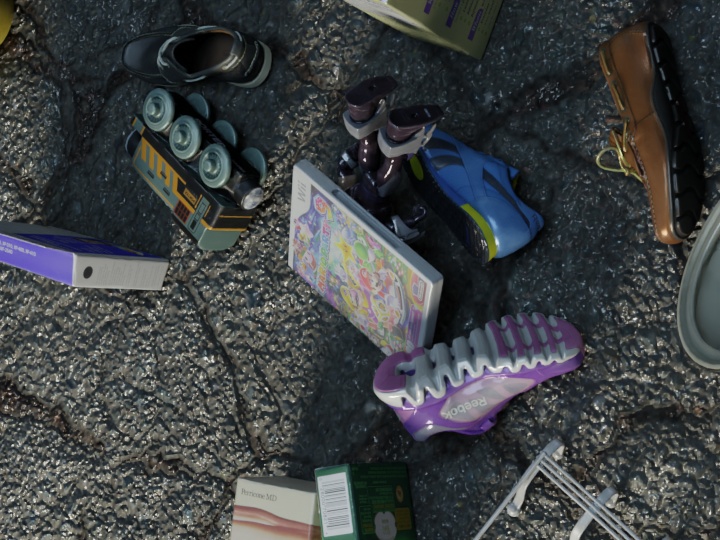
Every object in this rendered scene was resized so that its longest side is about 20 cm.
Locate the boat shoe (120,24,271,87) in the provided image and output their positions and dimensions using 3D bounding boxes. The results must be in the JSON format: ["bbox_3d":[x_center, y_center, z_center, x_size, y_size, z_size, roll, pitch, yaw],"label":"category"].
[{"bbox_3d":[-0.195,-0.243,1.482,0.198,0.067,0.073,8,89,33],"label":"boat shoe"}]

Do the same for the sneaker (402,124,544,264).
[{"bbox_3d":[0.102,-0.090,1.294,0.078,0.066,0.201,-27,53,-14],"label":"sneaker"}]

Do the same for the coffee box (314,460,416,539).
[{"bbox_3d":[0.013,0.283,1.253,0.044,0.123,0.203,-14,78,27],"label":"coffee box"}]

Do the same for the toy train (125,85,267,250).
[{"bbox_3d":[-0.184,-0.114,1.452,0.200,0.085,0.115,44,115,28],"label":"toy train"}]

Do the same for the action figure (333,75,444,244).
[{"bbox_3d":[0.019,-0.090,1.290,0.130,0.069,0.201,48,149,25],"label":"action figure"}]

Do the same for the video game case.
[{"bbox_3d":[0.000,0.000,1.308,0.200,0.018,0.144,42,146,29],"label":"video game case"}]

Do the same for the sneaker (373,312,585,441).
[{"bbox_3d":[0.116,0.106,1.247,0.198,0.081,0.089,-17,116,10],"label":"sneaker"}]

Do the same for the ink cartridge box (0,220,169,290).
[{"bbox_3d":[-0.347,-0.021,1.463,0.196,0.199,0.044,15,93,32],"label":"ink cartridge box"}]

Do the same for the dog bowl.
[{"bbox_3d":[0.343,0.001,1.068,0.201,0.073,0.201,-55,20,30],"label":"dog bowl"}]

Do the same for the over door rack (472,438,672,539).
[{"bbox_3d":[0.162,0.271,1.187,0.200,0.067,0.147,-46,61,-6],"label":"over door rack"}]

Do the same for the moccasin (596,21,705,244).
[{"bbox_3d":[0.254,-0.120,1.193,0.077,0.073,0.204,-22,75,36],"label":"moccasin"}]

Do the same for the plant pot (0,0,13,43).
[{"bbox_3d":[-0.512,-0.332,1.639,0.198,0.141,0.203,-4,81,29],"label":"plant pot"}]

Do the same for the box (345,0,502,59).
[{"bbox_3d":[0.065,-0.318,1.258,0.096,0.199,0.178,24,96,30],"label":"box"}]

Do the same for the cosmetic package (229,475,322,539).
[{"bbox_3d":[-0.073,0.311,1.320,0.102,0.087,0.203,3,85,32],"label":"cosmetic package"}]
